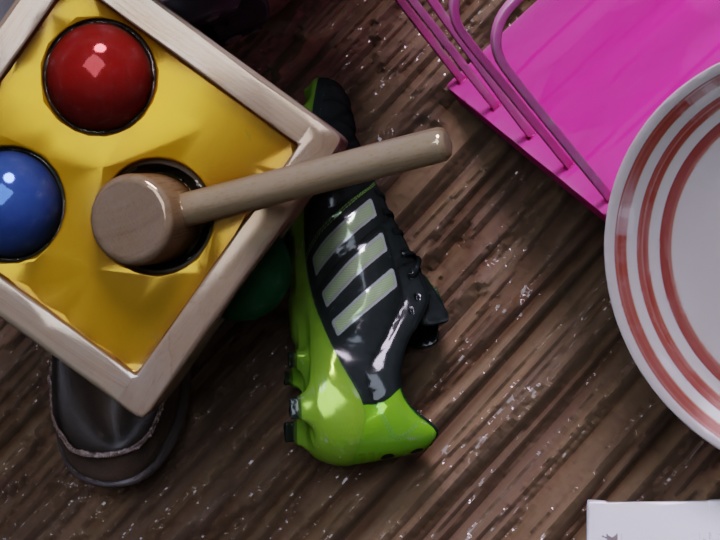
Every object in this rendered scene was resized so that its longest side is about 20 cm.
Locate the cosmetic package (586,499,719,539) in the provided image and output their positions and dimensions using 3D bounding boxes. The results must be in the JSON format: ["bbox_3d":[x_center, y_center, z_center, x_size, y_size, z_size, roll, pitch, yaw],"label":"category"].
[{"bbox_3d":[0.177,0.204,1.121,0.150,0.052,0.201,-1,70,9],"label":"cosmetic package"}]

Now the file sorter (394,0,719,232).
[{"bbox_3d":[0.099,-0.139,1.168,0.139,0.126,0.200,-42,29,0],"label":"file sorter"}]

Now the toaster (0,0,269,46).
[{"bbox_3d":[-0.153,-0.153,1.273,0.199,0.114,0.130,-24,84,14],"label":"toaster"}]

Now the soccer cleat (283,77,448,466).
[{"bbox_3d":[0.000,0.000,1.234,0.080,0.068,0.201,0,70,-7],"label":"soccer cleat"}]

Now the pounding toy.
[{"bbox_3d":[-0.088,-0.041,1.135,0.200,0.142,0.185,36,93,1],"label":"pounding toy"}]

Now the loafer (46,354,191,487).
[{"bbox_3d":[-0.126,0.008,1.245,0.073,0.071,0.201,-4,70,10],"label":"loafer"}]

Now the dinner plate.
[{"bbox_3d":[0.203,-0.003,1.076,0.199,0.024,0.201,9,113,23],"label":"dinner plate"}]
